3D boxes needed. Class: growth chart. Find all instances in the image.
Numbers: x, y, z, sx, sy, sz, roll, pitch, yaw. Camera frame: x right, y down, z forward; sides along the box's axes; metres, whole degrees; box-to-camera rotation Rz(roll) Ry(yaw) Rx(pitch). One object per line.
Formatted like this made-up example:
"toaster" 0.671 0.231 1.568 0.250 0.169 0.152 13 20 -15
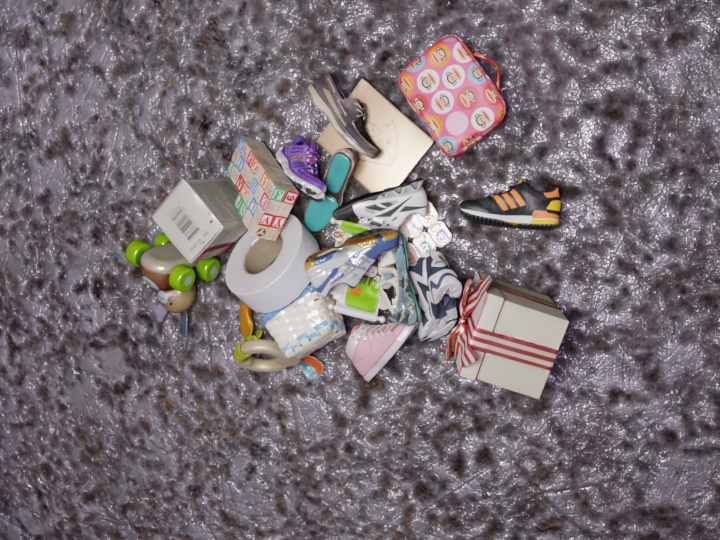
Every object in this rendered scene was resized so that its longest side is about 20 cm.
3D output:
"growth chart" 0.000 0.000 1.255 0.140 0.018 0.206 6 81 -14

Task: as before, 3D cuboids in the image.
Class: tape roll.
"tape roll" -0.182 -0.018 1.266 0.199 0.206 0.071 -29 133 17

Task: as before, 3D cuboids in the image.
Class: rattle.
"rattle" -0.178 0.159 1.376 0.194 0.145 0.133 0 131 -1

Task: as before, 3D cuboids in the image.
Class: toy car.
"toy car" -0.424 0.045 1.369 0.161 0.157 0.205 24 116 22

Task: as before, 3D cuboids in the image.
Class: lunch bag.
"lunch bag" 0.187 -0.343 1.182 0.174 0.082 0.203 -34 88 16

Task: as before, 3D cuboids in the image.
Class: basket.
"basket" -0.131 0.072 1.298 0.174 0.139 0.204 -29 76 17

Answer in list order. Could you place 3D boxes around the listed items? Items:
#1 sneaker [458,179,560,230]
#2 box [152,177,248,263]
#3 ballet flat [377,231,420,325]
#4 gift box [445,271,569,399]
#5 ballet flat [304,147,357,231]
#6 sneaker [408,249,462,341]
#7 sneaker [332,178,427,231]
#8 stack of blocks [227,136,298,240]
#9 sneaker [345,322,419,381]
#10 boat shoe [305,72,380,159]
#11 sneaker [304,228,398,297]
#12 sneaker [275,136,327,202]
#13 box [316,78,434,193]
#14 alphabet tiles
"sneaker" 0.292 -0.134 1.200 0.194 0.070 0.093 8 85 13
"box" -0.315 -0.110 1.282 0.109 0.200 0.128 -43 87 16
"ballet flat" 0.068 0.012 1.215 0.073 0.074 0.205 -20 60 16
"gift box" 0.269 0.112 1.157 0.182 0.200 0.190 17 99 1
"ballet flat" -0.056 -0.167 1.271 0.067 0.068 0.202 33 124 -1
"sneaker" 0.142 0.043 1.251 0.077 0.202 0.132 -12 51 -10
"sneaker" 0.041 -0.115 1.229 0.194 0.074 0.091 -14 104 8
"stack of blocks" -0.210 -0.171 1.261 0.117 0.058 0.201 -58 45 25
"sneaker" 0.034 0.140 1.275 0.105 0.075 0.201 46 130 9
"boat shoe" -0.026 -0.312 1.222 0.073 0.074 0.201 -43 86 16
"sneaker" -0.010 -0.016 1.211 0.195 0.075 0.090 -22 108 -3
"sneaker" -0.112 -0.214 1.237 0.083 0.080 0.201 -43 44 9
"box" 0.029 -0.265 1.262 0.199 0.021 0.164 43 105 7
"alphabet tiles" 0.089 -0.052 1.284 0.198 0.015 0.198 -34 89 16
